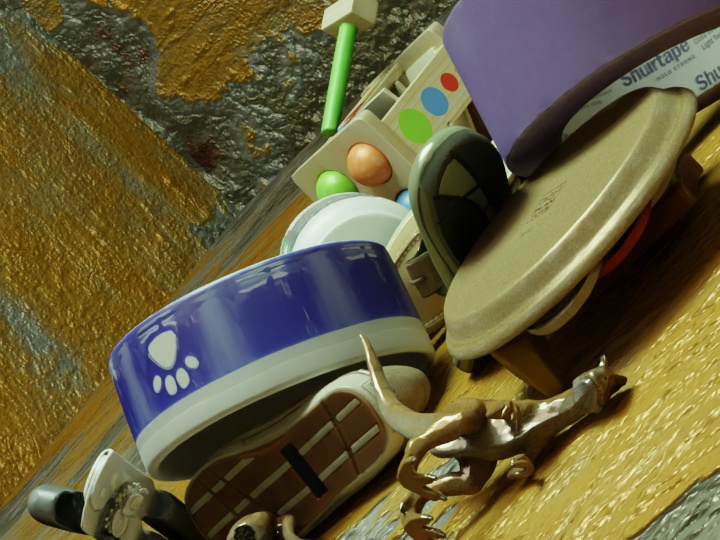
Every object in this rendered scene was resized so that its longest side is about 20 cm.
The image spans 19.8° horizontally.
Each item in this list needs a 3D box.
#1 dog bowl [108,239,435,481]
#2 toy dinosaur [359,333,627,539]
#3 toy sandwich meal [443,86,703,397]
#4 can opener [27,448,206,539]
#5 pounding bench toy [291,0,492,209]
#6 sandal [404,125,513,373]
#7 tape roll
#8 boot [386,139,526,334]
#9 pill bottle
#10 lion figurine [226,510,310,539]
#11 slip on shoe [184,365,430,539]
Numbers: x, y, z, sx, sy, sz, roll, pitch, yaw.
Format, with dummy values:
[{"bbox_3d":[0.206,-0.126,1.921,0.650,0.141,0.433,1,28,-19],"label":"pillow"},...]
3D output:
[{"bbox_3d":[-0.057,0.059,1.318,0.199,0.079,0.200,-23,-14,-6],"label":"dog bowl"},{"bbox_3d":[0.049,0.081,1.007,0.199,0.061,0.106,-5,33,48],"label":"toy dinosaur"},{"bbox_3d":[0.122,-0.014,1.083,0.205,0.070,0.205,-47,10,11],"label":"toy sandwich meal"},{"bbox_3d":[-0.142,0.161,1.315,0.200,0.066,0.053,48,-124,-60],"label":"can opener"},{"bbox_3d":[0.016,-0.122,1.751,0.156,0.200,0.124,-51,9,-38],"label":"pounding bench toy"},{"bbox_3d":[0.056,-0.018,1.185,0.080,0.057,0.201,-54,-31,-25],"label":"sandal"},{"bbox_3d":[0.151,-0.138,1.151,0.199,0.085,0.200,-26,-14,-7],"label":"tape roll"},{"bbox_3d":[0.086,-0.027,1.346,0.200,0.072,0.155,-47,9,0],"label":"boot"},{"bbox_3d":[0.000,0.000,1.524,0.113,0.113,0.200,-47,6,-2],"label":"pill bottle"},{"bbox_3d":[-0.091,0.195,1.246,0.199,0.073,0.122,-30,2,18],"label":"lion figurine"},{"bbox_3d":[-0.033,0.114,1.266,0.200,0.076,0.061,-42,-5,41],"label":"slip on shoe"}]
